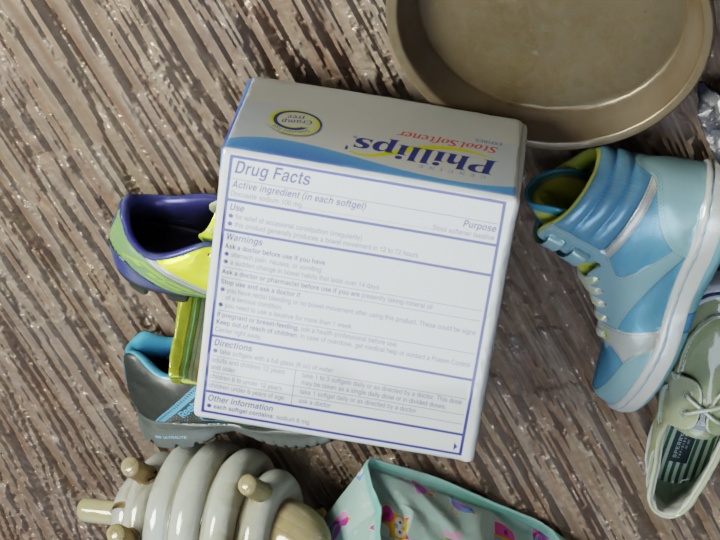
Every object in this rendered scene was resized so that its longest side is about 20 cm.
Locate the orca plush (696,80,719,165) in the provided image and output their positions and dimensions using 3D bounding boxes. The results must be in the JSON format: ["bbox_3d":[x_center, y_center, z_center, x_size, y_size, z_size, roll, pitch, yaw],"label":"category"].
[{"bbox_3d":[0.306,-0.097,1.559,0.199,0.106,0.071,-24,160,34],"label":"orca plush"}]

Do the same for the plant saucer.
[{"bbox_3d":[0.115,-0.157,1.565,0.199,0.030,0.201,5,134,5],"label":"plant saucer"}]

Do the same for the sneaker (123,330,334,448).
[{"bbox_3d":[-0.071,0.075,1.789,0.199,0.073,0.082,-8,127,15],"label":"sneaker"}]

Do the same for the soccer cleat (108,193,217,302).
[{"bbox_3d":[-0.070,-0.011,1.708,0.199,0.065,0.084,7,144,6],"label":"soccer cleat"}]

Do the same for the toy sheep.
[{"bbox_3d":[-0.114,0.182,1.862,0.199,0.138,0.138,11,136,20],"label":"toy sheep"}]

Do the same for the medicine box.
[{"bbox_3d":[0.000,0.000,1.620,0.181,0.103,0.201,10,120,2],"label":"medicine box"}]

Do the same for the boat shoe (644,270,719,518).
[{"bbox_3d":[0.235,0.088,1.750,0.072,0.062,0.201,9,133,2],"label":"boat shoe"}]

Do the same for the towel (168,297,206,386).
[{"bbox_3d":[-0.028,0.046,1.754,0.199,0.087,0.018,7,175,4],"label":"towel"}]

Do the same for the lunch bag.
[{"bbox_3d":[0.053,0.246,1.899,0.199,0.122,0.171,19,131,-27],"label":"lunch bag"}]

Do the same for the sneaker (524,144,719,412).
[{"bbox_3d":[0.155,-0.002,1.672,0.130,0.080,0.201,15,124,-6],"label":"sneaker"}]
